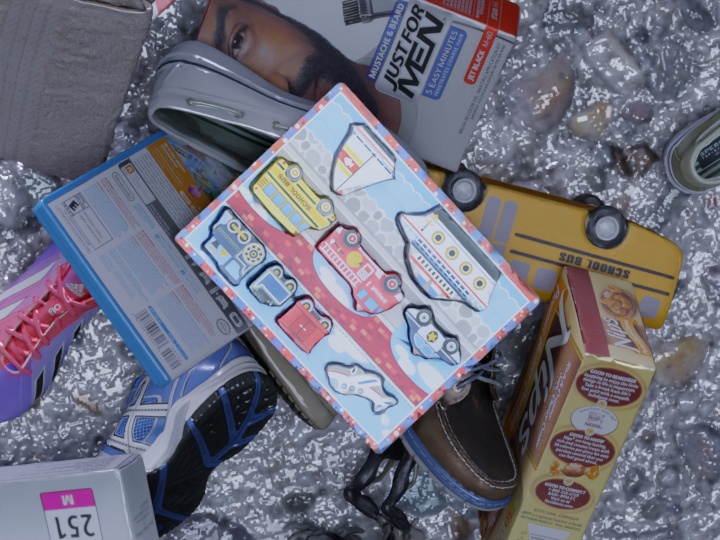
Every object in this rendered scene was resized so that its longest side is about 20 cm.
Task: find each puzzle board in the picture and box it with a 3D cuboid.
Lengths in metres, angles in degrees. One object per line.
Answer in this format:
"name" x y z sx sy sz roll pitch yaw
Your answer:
"puzzle board" 0.000 0.000 1.316 0.151 0.017 0.200 -43 101 0

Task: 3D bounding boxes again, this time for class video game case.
"video game case" -0.103 -0.028 1.340 0.200 0.018 0.143 -35 88 -39

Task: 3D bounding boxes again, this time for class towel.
"towel" -0.214 -0.132 1.316 0.132 0.035 0.200 14 141 -9

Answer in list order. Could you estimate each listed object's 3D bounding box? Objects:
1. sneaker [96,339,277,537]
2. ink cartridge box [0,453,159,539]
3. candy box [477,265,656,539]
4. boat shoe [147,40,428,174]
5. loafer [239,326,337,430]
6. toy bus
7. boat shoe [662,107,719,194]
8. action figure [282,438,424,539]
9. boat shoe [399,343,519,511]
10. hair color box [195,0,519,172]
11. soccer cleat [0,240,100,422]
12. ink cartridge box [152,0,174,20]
"sneaker" -0.141 0.122 1.415 0.200 0.077 0.076 -43 139 15
"ink cartridge box" -0.231 0.222 1.389 0.199 0.044 0.174 -7 100 18
"candy box" 0.138 0.113 1.391 0.055 0.116 0.201 14 119 -11
"boat shoe" -0.052 -0.078 1.343 0.199 0.074 0.067 24 52 -7
"loafer" -0.065 0.016 1.403 0.068 0.076 0.200 -36 99 -12
"toy bus" 0.125 -0.021 1.427 0.199 0.065 0.079 14 98 -10
"boat shoe" 0.310 -0.115 1.438 0.200 0.062 0.072 -36 102 -2
"action figure" 0.001 0.202 1.422 0.102 0.119 0.201 10 88 -29
"boat shoe" 0.056 0.068 1.377 0.072 0.072 0.200 -46 65 37
"hair color box" -0.004 -0.158 1.361 0.199 0.064 0.111 21 119 -4
"soccer cleat" -0.208 0.022 1.380 0.067 0.076 0.200 37 92 -12
"ink cartridge box" -0.204 -0.247 1.343 0.116 0.067 0.200 -43 103 0
